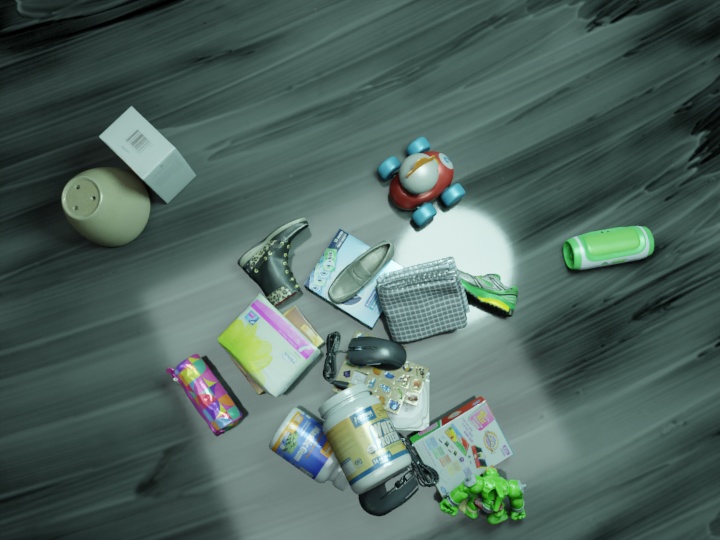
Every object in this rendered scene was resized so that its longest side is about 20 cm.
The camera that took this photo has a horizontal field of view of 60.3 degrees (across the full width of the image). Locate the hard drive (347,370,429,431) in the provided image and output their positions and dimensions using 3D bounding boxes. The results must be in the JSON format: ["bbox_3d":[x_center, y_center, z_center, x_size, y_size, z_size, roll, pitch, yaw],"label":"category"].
[{"bbox_3d":[0.066,0.311,1.489,0.199,0.038,0.141,2,80,1],"label":"hard drive"}]

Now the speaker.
[{"bbox_3d":[0.610,-0.056,1.532,0.199,0.088,0.089,-10,80,-2],"label":"speaker"}]

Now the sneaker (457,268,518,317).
[{"bbox_3d":[0.293,0.038,1.526,0.199,0.078,0.086,26,74,-5],"label":"sneaker"}]

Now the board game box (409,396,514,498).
[{"bbox_3d":[0.237,0.412,1.453,0.199,0.040,0.154,-29,95,-5],"label":"board game box"}]

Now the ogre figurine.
[{"bbox_3d":[0.293,0.514,1.405,0.199,0.098,0.120,21,122,7],"label":"ogre figurine"}]

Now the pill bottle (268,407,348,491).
[{"bbox_3d":[-0.101,0.416,1.431,0.200,0.112,0.112,33,81,6],"label":"pill bottle"}]

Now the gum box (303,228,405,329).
[{"bbox_3d":[-0.012,0.020,1.535,0.199,0.045,0.170,32,81,5],"label":"gum box"}]

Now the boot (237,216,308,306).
[{"bbox_3d":[-0.182,-0.020,1.528,0.203,0.073,0.154,-36,84,0],"label":"boot"}]

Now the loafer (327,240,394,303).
[{"bbox_3d":[0.000,0.000,1.480,0.070,0.070,0.200,44,82,6],"label":"loafer"}]

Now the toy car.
[{"bbox_3d":[0.154,-0.237,1.501,0.177,0.200,0.185,-34,82,-6],"label":"toy car"}]

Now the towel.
[{"bbox_3d":[0.149,0.075,1.455,0.199,0.086,0.166,-13,119,10],"label":"towel"}]

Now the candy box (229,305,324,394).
[{"bbox_3d":[-0.199,0.192,1.499,0.200,0.056,0.117,-39,82,-8],"label":"candy box"}]

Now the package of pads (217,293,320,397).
[{"bbox_3d":[-0.214,0.177,1.439,0.200,0.068,0.155,42,82,8],"label":"package of pads"}]

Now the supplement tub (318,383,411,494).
[{"bbox_3d":[0.005,0.365,1.355,0.144,0.145,0.201,-29,70,-5],"label":"supplement tub"}]

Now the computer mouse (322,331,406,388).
[{"bbox_3d":[0.006,0.214,1.464,0.199,0.046,0.141,10,60,5],"label":"computer mouse"}]

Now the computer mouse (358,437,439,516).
[{"bbox_3d":[0.068,0.490,1.415,0.139,0.053,0.200,46,105,6],"label":"computer mouse"}]

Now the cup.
[{"bbox_3d":[-0.633,-0.162,1.497,0.199,0.143,0.201,0,87,7],"label":"cup"}]

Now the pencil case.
[{"bbox_3d":[-0.367,0.294,1.466,0.088,0.088,0.200,-40,82,-7],"label":"pencil case"}]

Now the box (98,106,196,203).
[{"bbox_3d":[-0.509,-0.273,1.503,0.152,0.200,0.106,42,82,7],"label":"box"}]

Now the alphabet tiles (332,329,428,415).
[{"bbox_3d":[0.054,0.245,1.479,0.199,0.008,0.168,18,62,9],"label":"alphabet tiles"}]
